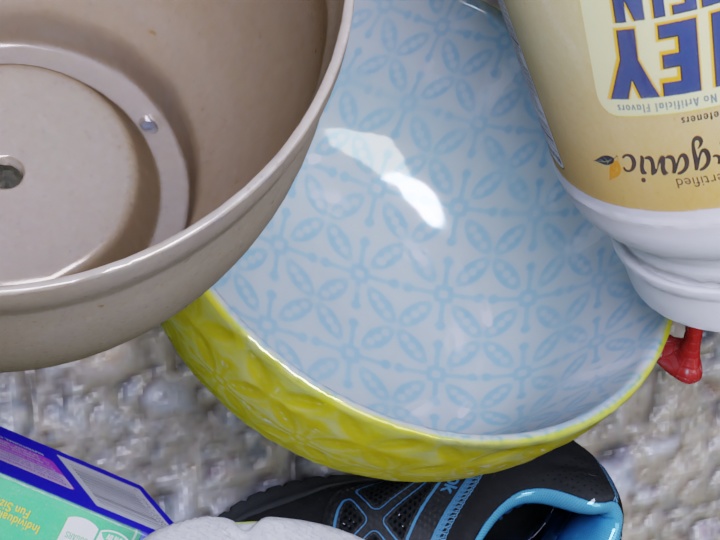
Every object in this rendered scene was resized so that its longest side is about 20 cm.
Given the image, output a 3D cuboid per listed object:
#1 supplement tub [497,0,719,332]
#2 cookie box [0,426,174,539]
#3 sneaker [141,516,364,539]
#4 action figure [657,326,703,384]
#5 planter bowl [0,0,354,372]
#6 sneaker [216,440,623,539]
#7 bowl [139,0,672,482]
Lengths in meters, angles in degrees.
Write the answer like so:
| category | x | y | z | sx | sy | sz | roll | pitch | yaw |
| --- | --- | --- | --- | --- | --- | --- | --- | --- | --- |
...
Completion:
| category | x | y | z | sx | sy | sz | roll | pitch | yaw |
| --- | --- | --- | --- | --- | --- | --- | --- | --- | --- |
| supplement tub | 0.116 | -0.094 | 0.721 | 0.144 | 0.144 | 0.200 | -31 | 121 | -12 |
| cookie box | -0.180 | 0.147 | 0.806 | 0.171 | 0.075 | 0.200 | 27 | 95 | -30 |
| sneaker | -0.078 | 0.150 | 0.781 | 0.200 | 0.076 | 0.105 | -6 | 122 | -18 |
| action figure | 0.130 | -0.063 | 0.893 | 0.065 | 0.099 | 0.200 | -19 | 135 | -21 |
| planter bowl | -0.106 | -0.052 | 0.656 | 0.200 | 0.200 | 0.135 | -22 | 157 | -16 |
| sneaker | 0.007 | 0.115 | 0.876 | 0.200 | 0.082 | 0.073 | -28 | 117 | -12 |
| bowl | 0.000 | 0.000 | 0.809 | 0.200 | 0.200 | 0.108 | 6 | 145 | -25 |
